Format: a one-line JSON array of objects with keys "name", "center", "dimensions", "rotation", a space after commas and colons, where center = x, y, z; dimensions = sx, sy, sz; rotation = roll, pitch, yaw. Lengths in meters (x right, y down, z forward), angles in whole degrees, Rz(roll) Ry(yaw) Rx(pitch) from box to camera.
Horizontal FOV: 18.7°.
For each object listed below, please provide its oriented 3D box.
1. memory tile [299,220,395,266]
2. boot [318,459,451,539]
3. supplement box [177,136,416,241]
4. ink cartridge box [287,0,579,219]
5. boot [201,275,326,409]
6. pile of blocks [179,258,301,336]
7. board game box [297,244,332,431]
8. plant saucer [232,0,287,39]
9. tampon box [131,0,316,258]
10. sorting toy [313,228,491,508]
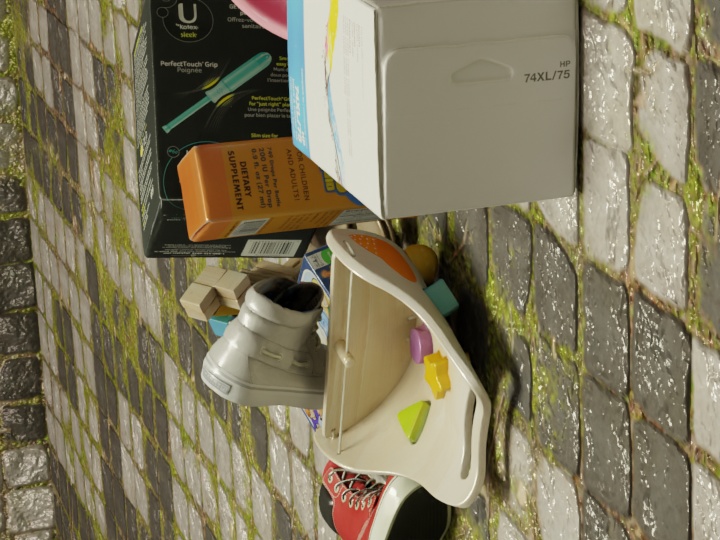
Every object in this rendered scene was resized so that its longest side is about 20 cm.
[{"name": "memory tile", "center": [0.000, 0.000, 1.877], "dimensions": [0.154, 0.017, 0.200], "rotation": [60, 156, 19]}, {"name": "boot", "center": [0.010, 0.192, 1.862], "dimensions": [0.145, 0.072, 0.201], "rotation": [57, 155, 31]}, {"name": "supplement box", "center": [-0.040, -0.071, 1.727], "dimensions": [0.069, 0.198, 0.067], "rotation": [143, 118, -66]}, {"name": "ink cartridge box", "center": [0.047, -0.138, 1.510], "dimensions": [0.200, 0.145, 0.147], "rotation": [-136, 42, -64]}, {"name": "boot", "center": [-0.049, 0.056, 1.780], "dimensions": [0.073, 0.200, 0.096], "rotation": [35, 104, 20]}, {"name": "pile of blocks", "center": [-0.078, 0.033, 1.977], "dimensions": [0.062, 0.199, 0.083], "rotation": [13, 104, 33]}, {"name": "board game box", "center": [-0.017, 0.083, 1.925], "dimensions": [0.136, 0.034, 0.201], "rotation": [58, 156, 23]}, {"name": "plant saucer", "center": [-0.036, -0.267, 1.653], "dimensions": [0.199, 0.051, 0.202], "rotation": [18, 130, 23]}, {"name": "tampon box", "center": [-0.114, -0.126, 1.881], "dimensions": [0.126, 0.148, 0.202], "rotation": [119, 149, -64]}, {"name": "sorting toy", "center": [0.048, 0.089, 1.705], "dimensions": [0.180, 0.106, 0.201], "rotation": [50, 144, 48]}]
